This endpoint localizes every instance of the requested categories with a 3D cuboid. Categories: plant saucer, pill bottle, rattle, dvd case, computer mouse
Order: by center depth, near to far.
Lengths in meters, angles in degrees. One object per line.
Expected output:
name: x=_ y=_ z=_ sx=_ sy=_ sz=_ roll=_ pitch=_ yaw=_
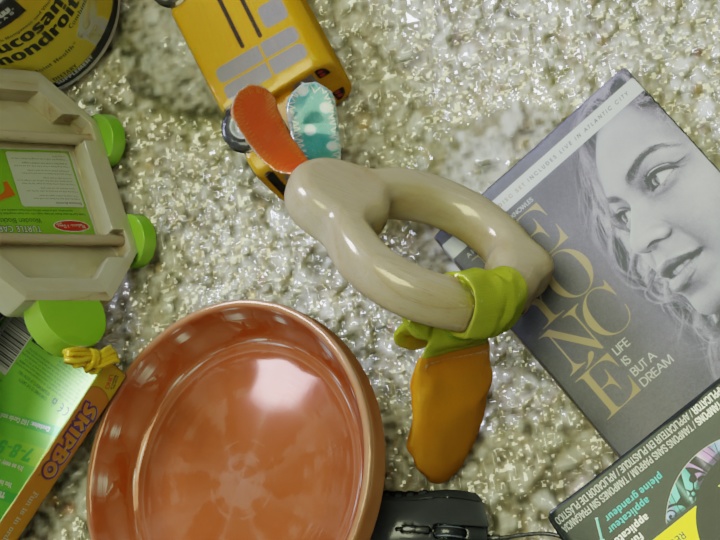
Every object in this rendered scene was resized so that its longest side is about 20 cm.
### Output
computer mouse: x=0.077 y=0.147 z=1.424 sx=0.198 sy=0.034 sz=0.059 roll=-4 pitch=73 yaw=15
dvd case: x=0.157 y=0.004 z=1.449 sx=0.149 sy=0.016 sz=0.200 roll=-41 pitch=68 yaw=3
rattle: x=0.000 y=0.000 z=1.453 sx=0.199 sy=0.143 sz=0.130 roll=28 pitch=49 yaw=13
plant saucer: x=-0.069 y=0.117 z=1.455 sx=0.199 sy=0.032 sz=0.202 roll=-11 pitch=70 yaw=32
pill bottle: x=-0.226 y=-0.185 z=1.518 sx=0.111 sy=0.200 sz=0.113 roll=-5 pitch=74 yaw=16

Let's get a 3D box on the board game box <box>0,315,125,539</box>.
board game box: x=-0.226 y=0.121 z=1.513 sx=0.095 sy=0.030 sz=0.201 roll=30 pitch=83 yaw=41

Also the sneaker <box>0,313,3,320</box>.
sneaker: x=-0.262 y=0.036 z=1.507 sx=0.099 sy=0.075 sz=0.201 roll=0 pitch=64 yaw=17

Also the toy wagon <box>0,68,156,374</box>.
toy wagon: x=-0.192 y=-0.027 z=1.496 sx=0.040 sy=0.155 sz=0.201 roll=-36 pitch=64 yaw=40

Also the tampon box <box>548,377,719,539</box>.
tampon box: x=0.218 y=0.165 z=1.315 sx=0.150 sy=0.126 sz=0.200 roll=-39 pitch=75 yaw=4

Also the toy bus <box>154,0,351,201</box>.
toy bus: x=-0.068 y=-0.143 z=1.533 sx=0.078 sy=0.065 sz=0.201 roll=-30 pitch=68 yaw=5
